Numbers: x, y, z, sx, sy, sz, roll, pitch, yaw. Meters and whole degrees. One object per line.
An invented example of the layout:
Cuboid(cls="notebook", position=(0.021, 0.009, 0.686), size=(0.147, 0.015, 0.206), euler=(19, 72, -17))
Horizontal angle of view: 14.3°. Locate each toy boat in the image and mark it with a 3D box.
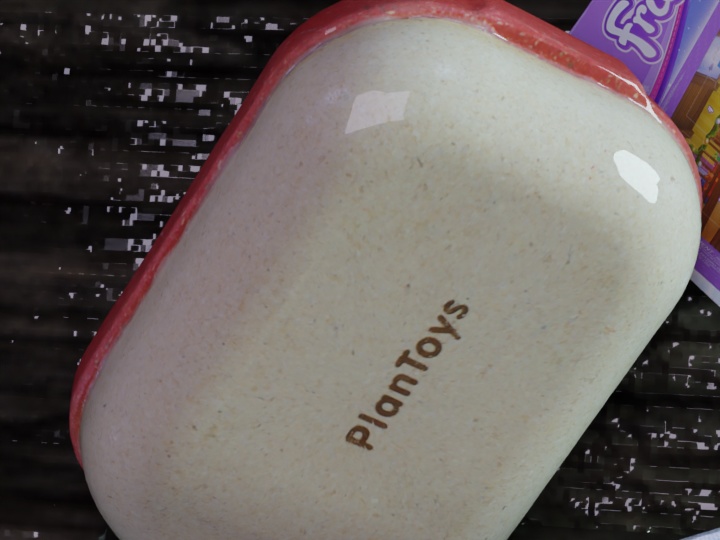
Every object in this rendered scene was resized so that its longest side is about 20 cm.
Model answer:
Cuboid(cls="toy boat", position=(0.000, 0.000, 0.814), size=(0.130, 0.131, 0.200), euler=(25, 116, -20))

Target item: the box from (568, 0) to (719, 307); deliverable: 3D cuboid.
Cuboid(cls="box", position=(0.148, -0.079, 0.782), size=(0.137, 0.039, 0.200), euler=(45, 111, 28))

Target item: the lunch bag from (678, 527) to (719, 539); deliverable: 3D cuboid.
Cuboid(cls="lunch bag", position=(0.122, 0.152, 0.742), size=(0.200, 0.127, 0.170), euler=(-17, 61, 10))
